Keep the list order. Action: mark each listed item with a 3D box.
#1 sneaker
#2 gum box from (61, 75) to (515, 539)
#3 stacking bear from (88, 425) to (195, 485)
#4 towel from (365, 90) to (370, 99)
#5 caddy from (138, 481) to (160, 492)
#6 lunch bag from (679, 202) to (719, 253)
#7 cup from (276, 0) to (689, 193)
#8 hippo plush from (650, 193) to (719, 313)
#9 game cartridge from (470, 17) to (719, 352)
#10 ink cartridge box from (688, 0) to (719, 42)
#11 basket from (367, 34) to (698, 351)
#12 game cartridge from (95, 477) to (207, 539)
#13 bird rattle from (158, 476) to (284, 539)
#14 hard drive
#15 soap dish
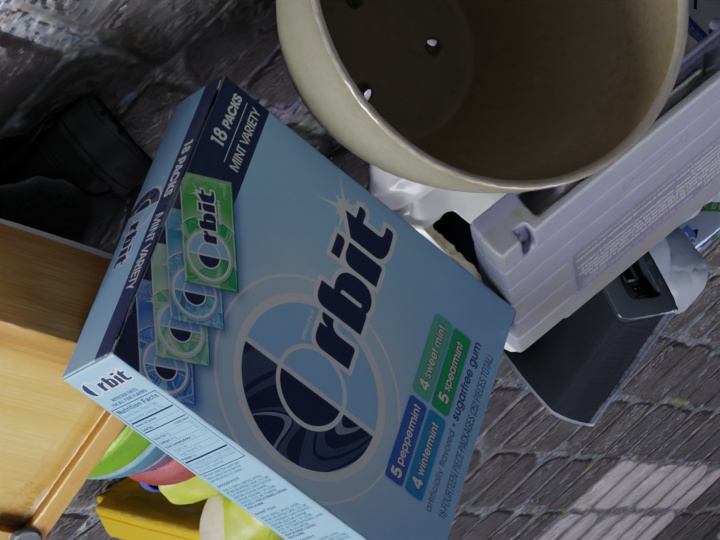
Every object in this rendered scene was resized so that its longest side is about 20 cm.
[{"bbox_3d":[-0.147,-0.025,1.284,0.104,0.060,0.200,-41,157,-2],"label":"sneaker"},{"bbox_3d":[-0.028,0.034,1.218,0.044,0.200,0.170,-25,-145,44],"label":"gum box"},{"bbox_3d":[-0.157,0.050,1.356,0.121,0.114,0.200,-25,159,24],"label":"stacking bear"},{"bbox_3d":[0.077,-0.162,1.463,0.200,0.031,0.149,-52,161,25],"label":"towel"},{"bbox_3d":[-0.071,0.065,1.559,0.141,0.105,0.200,-49,160,29],"label":"caddy"},{"bbox_3d":[0.198,-0.034,1.825,0.160,0.076,0.200,-43,-176,13],"label":"lunch bag"},{"bbox_3d":[0.037,-0.124,1.250,0.200,0.201,0.143,-30,-176,-27],"label":"cup"},{"bbox_3d":[0.196,-0.037,1.641,0.200,0.159,0.162,6,102,-55],"label":"hippo plush"},{"bbox_3d":[0.142,-0.050,1.322,0.200,0.038,0.130,-39,160,-10],"label":"game cartridge"},{"bbox_3d":[0.265,-0.202,1.623,0.200,0.094,0.044,-31,159,-23],"label":"ink cartridge box"},{"bbox_3d":[0.099,-0.074,1.441,0.123,0.136,0.200,-36,161,-25],"label":"basket"},{"bbox_3d":[-0.062,0.119,1.682,0.200,0.033,0.176,-30,-164,-27],"label":"game cartridge"},{"bbox_3d":[-0.030,0.111,1.504,0.200,0.113,0.163,-28,154,-38],"label":"bird rattle"},{"bbox_3d":[0.108,-0.014,1.590,0.042,0.200,0.135,-11,148,-34],"label":"hard drive"},{"bbox_3d":[-0.198,0.048,1.189,0.199,0.081,0.158,19,119,-37],"label":"soap dish"}]
